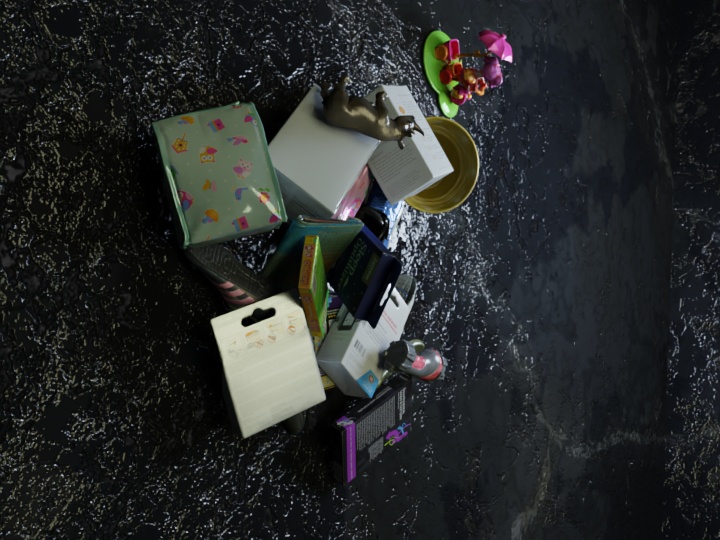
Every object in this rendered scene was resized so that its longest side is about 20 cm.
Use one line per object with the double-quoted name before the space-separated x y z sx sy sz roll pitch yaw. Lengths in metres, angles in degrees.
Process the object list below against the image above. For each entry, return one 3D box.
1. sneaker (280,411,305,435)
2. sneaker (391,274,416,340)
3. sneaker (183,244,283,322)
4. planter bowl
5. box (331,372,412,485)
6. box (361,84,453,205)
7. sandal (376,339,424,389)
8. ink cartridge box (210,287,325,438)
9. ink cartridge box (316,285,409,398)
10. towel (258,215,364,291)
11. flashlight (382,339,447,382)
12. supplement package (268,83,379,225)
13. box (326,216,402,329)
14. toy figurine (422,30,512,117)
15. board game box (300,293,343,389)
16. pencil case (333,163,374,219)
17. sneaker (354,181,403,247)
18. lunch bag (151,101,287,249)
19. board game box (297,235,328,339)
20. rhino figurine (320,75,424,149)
"sneaker" -0.166 0.206 1.309 0.091 0.076 0.202 -40 111 -32
"sneaker" 0.060 0.101 1.577 0.202 0.074 0.087 -62 155 -14
"sneaker" -0.217 0.025 1.252 0.199 0.082 0.070 38 32 -16
"planter bowl" 0.148 -0.226 1.658 0.197 0.083 0.204 -1 96 -13
"box" 0.025 0.304 1.486 0.199 0.036 0.145 -29 132 -36
"box" 0.074 -0.249 1.506 0.202 0.106 0.152 60 25 1
"sandal" 0.074 0.208 1.561 0.057 0.080 0.201 39 39 12
"ink cartridge box" -0.153 0.146 1.247 0.159 0.047 0.203 -20 103 -28
"ink cartridge box" 0.008 0.119 1.426 0.116 0.066 0.201 53 51 -36
"towel" -0.098 -0.019 1.309 0.145 0.200 0.022 -1 51 -43
"flashlight" 0.107 0.170 1.471 0.200 0.067 0.069 35 43 -61
"supplement package" -0.083 -0.190 1.344 0.155 0.111 0.201 37 56 -9
"box" 0.000 0.000 1.307 0.032 0.200 0.122 16 108 -30
"toy figurine" 0.261 -0.464 1.756 0.149 0.182 0.203 -23 106 -48
"board game box" -0.059 0.130 1.441 0.199 0.056 0.168 -5 94 -50
"pencil case" -0.041 -0.122 1.455 0.088 0.087 0.202 47 53 -37
"sneaker" 0.036 -0.117 1.527 0.111 0.076 0.202 64 41 -71
"lunch bag" -0.217 -0.147 1.170 0.168 0.122 0.203 -15 90 -15
"board game box" -0.076 0.034 1.293 0.201 0.030 0.097 78 15 -60
"rhino figurine" 0.022 -0.265 1.329 0.198 0.060 0.088 17 54 -19
